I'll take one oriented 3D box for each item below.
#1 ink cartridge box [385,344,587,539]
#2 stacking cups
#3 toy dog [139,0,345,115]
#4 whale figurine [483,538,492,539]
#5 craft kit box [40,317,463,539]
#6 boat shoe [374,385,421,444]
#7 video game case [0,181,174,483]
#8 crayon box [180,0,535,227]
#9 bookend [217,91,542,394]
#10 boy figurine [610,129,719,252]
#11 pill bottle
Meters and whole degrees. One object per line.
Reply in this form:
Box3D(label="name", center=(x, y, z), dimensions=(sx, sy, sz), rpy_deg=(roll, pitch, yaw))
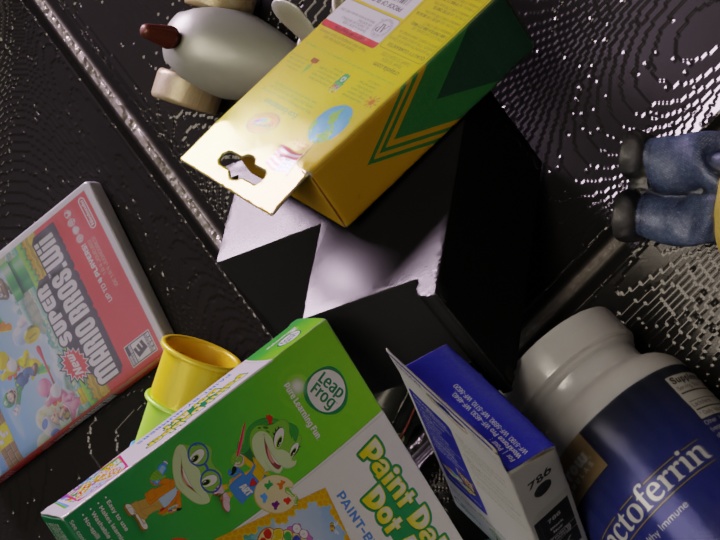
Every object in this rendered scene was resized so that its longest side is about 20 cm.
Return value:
Box3D(label="ink cartridge box", center=(0.079, 0.111, 1.366), dimensions=(0.039, 0.200, 0.099), rpy_deg=(-40, 58, -10))
Box3D(label="stacking cups", center=(-0.142, 0.147, 1.632), dimensions=(0.060, 0.060, 0.201), rpy_deg=(26, 102, 29))
Box3D(label="toy dog", center=(-0.069, -0.141, 1.577), dimensions=(0.199, 0.096, 0.133), rpy_deg=(-3, 87, 31))
Box3D(label="whale figurine", center=(0.063, 0.257, 1.478), dimensions=(0.200, 0.104, 0.159), rpy_deg=(-44, 68, 20))
Box3D(label="craft kit box", center=(-0.050, 0.164, 1.359), dimensions=(0.200, 0.197, 0.048), rpy_deg=(58, 155, -12))
Box3D(label="boat shoe", center=(0.022, 0.070, 1.539), dimensions=(0.202, 0.063, 0.074), rpy_deg=(-59, 27, 3))
Box3D(label="video game case", center=(-0.233, 0.048, 1.716), dimensions=(0.200, 0.017, 0.143), rpy_deg=(-36, 71, 25))
Box3D(label="crayon box", center=(-0.004, -0.105, 1.462), dimensions=(0.200, 0.051, 0.127), rpy_deg=(-43, 35, -10))
Box3D(label="bookend", center=(0.000, 0.000, 1.471), dimensions=(0.198, 0.092, 0.200), rpy_deg=(-20, 38, 27))
Box3D(label="boy figurine", center=(0.250, -0.047, 1.400), dimensions=(0.199, 0.064, 0.125), rpy_deg=(5, 91, 30))
Box3D(label="pill bottle", center=(0.178, 0.122, 1.408), dimensions=(0.200, 0.116, 0.116), rpy_deg=(48, 111, 24))
